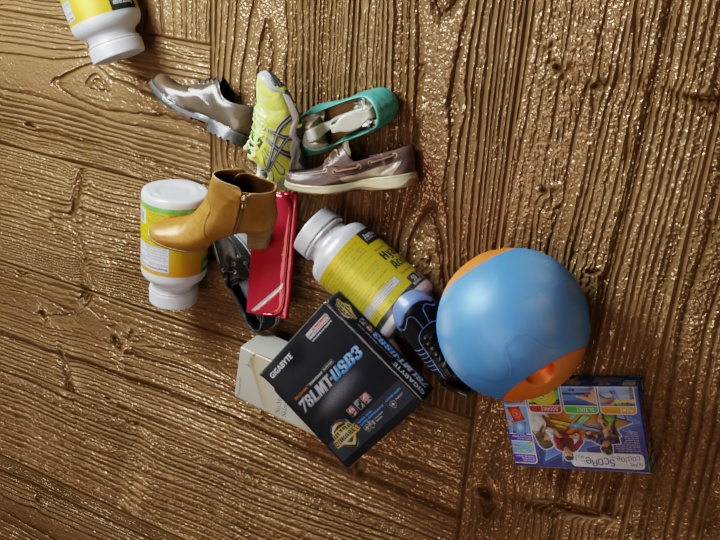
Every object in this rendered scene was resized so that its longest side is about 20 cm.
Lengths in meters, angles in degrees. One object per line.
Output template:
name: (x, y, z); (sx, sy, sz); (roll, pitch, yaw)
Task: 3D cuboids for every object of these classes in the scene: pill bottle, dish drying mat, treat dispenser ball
pill bottle: (0.000, 0.000, 1.295); (0.200, 0.111, 0.111); (40, 124, 10)
dish drying mat: (-0.141, -0.026, 1.392); (0.076, 0.018, 0.201); (9, 99, 21)
pill bottle: (-0.412, -0.430, 1.364); (0.112, 0.112, 0.201); (-12, 103, 33)
treat dispenser ball: (0.200, 0.070, 1.152); (0.200, 0.201, 0.202); (11, 114, 26)
pill bottle: (-0.310, -0.041, 1.458); (0.111, 0.111, 0.201); (18, 117, 23)

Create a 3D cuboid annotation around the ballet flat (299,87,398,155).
ballet flat: (-0.039, -0.212, 1.260); (0.199, 0.070, 0.068); (-16, 101, 34)

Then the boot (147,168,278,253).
boot: (-0.224, -0.095, 1.315); (0.200, 0.071, 0.144); (2, 140, -4)

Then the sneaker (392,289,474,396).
sneaker: (0.114, 0.106, 1.242); (0.078, 0.070, 0.200); (44, 173, 46)

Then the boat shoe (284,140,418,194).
boat shoe: (-0.016, -0.152, 1.262); (0.199, 0.072, 0.072); (-1, 106, 18)

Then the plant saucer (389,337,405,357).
plant saucer: (-0.007, 0.154, 1.411); (0.199, 0.029, 0.201); (11, 114, 26)

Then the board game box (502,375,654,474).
board game box: (0.308, 0.219, 1.249); (0.199, 0.034, 0.136); (-3, 108, 31)

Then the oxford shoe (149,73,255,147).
oxford shoe: (-0.240, -0.269, 1.364); (0.199, 0.073, 0.085); (28, 104, 16)

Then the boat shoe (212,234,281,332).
boat shoe: (-0.196, 0.010, 1.445); (0.068, 0.057, 0.201); (-27, 95, 35)

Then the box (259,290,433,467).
box: (-0.025, 0.163, 1.291); (0.199, 0.050, 0.200); (45, 125, 2)

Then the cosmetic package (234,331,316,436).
cosmetic package: (-0.100, 0.189, 1.418); (0.199, 0.073, 0.104); (21, 118, 21)

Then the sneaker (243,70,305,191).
sneaker: (-0.130, -0.194, 1.274); (0.075, 0.076, 0.201); (47, 153, 44)
